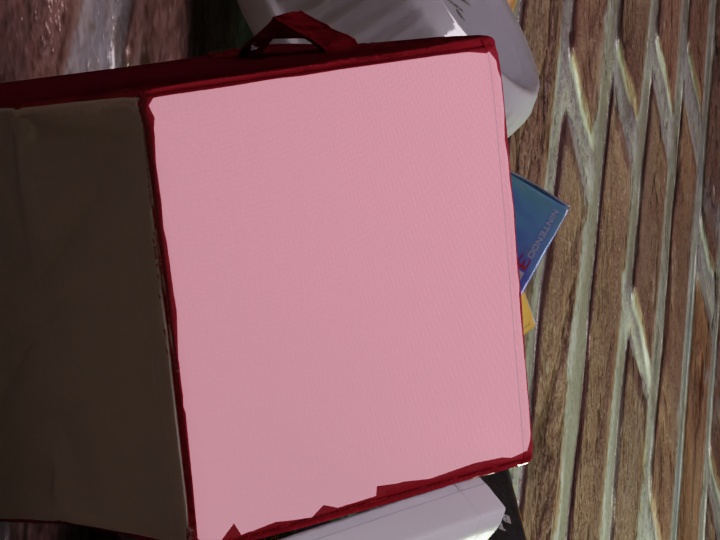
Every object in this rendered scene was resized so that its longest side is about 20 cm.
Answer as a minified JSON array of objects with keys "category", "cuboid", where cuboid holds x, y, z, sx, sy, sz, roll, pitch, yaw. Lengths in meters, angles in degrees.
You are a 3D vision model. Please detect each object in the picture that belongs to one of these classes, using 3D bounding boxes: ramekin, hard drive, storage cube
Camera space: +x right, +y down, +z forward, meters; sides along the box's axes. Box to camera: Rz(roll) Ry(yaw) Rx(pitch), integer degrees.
[{"category":"ramekin","cuboid":[0.017,-0.137,1.586,0.203,0.094,0.203,51,18,-23]},{"category":"hard drive","cuboid":[-0.039,0.146,1.127,0.027,0.132,0.200,50,31,19]},{"category":"storage cube","cuboid":[-0.058,0.003,1.155,0.179,0.171,0.201,-12,100,-40]}]

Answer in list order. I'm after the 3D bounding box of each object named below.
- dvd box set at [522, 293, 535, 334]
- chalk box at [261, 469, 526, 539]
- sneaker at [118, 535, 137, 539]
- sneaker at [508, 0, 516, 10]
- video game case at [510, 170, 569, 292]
[{"category":"dvd box set","cuboid":[0.037,-0.050,1.779,0.146,0.029,0.200,45,-11,30]},{"category":"chalk box","cuboid":[-0.003,0.148,1.339,0.124,0.124,0.200,-60,-164,22]},{"category":"sneaker","cuboid":[-0.080,0.047,1.398,0.105,0.075,0.201,38,52,-73]},{"category":"sneaker","cuboid":[0.018,-0.228,1.844,0.075,0.088,0.200,-40,116,-27]},{"category":"video game case","cuboid":[0.029,0.050,1.588,0.200,0.045,0.181,-60,-174,-12]}]
